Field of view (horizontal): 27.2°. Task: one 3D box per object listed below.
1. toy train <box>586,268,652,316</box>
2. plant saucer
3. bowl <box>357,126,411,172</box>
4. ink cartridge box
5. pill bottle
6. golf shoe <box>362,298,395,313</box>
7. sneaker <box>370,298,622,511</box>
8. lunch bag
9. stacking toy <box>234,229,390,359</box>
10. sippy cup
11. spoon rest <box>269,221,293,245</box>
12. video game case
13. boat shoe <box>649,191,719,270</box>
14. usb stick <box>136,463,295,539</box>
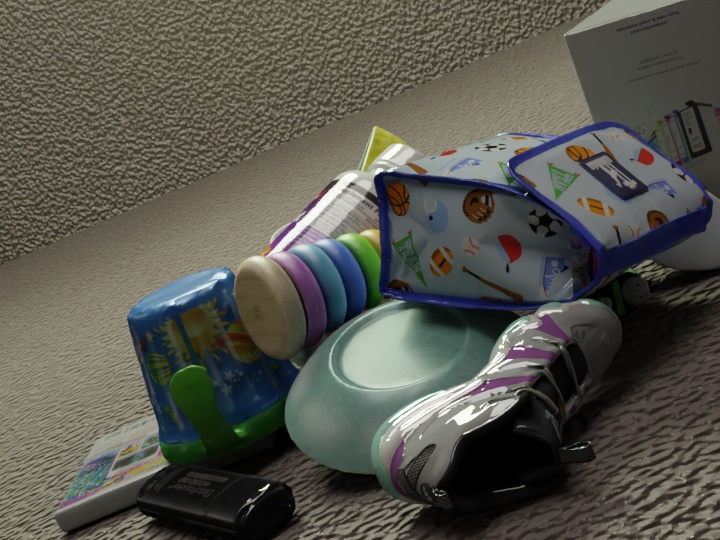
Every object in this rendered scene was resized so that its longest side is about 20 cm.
[{"bbox_3d":[0.194,0.003,1.225,0.056,0.042,0.200,-14,12,0],"label":"toy train"},{"bbox_3d":[0.034,0.068,1.101,0.201,0.039,0.201,-13,31,8],"label":"plant saucer"},{"bbox_3d":[0.031,-0.032,1.483,0.107,0.200,0.200,19,13,-3],"label":"bowl"},{"bbox_3d":[0.288,-0.142,1.261,0.144,0.200,0.147,-13,15,31],"label":"ink cartridge box"},{"bbox_3d":[-0.009,-0.017,1.318,0.200,0.111,0.111,-46,19,-20],"label":"pill bottle"},{"bbox_3d":[0.016,0.058,1.259,0.092,0.073,0.200,-17,14,30],"label":"golf shoe"},{"bbox_3d":[0.115,0.091,0.936,0.200,0.078,0.140,-37,18,-17],"label":"sneaker"},{"bbox_3d":[0.137,-0.040,1.104,0.200,0.124,0.170,10,22,40],"label":"lunch bag"},{"bbox_3d":[0.000,0.000,1.212,0.200,0.086,0.085,-22,9,-30],"label":"stacking toy"},{"bbox_3d":[-0.126,0.073,1.240,0.140,0.131,0.178,-31,15,-28],"label":"sippy cup"},{"bbox_3d":[-0.070,0.013,1.439,0.060,0.100,0.200,14,34,2],"label":"spoon rest"},{"bbox_3d":[-0.162,0.154,1.328,0.200,0.024,0.182,-23,12,7],"label":"video game case"},{"bbox_3d":[0.222,-0.047,1.210,0.200,0.069,0.057,18,5,31],"label":"boat shoe"},{"bbox_3d":[-0.112,0.173,1.121,0.055,0.033,0.200,-39,17,-26],"label":"usb stick"}]
